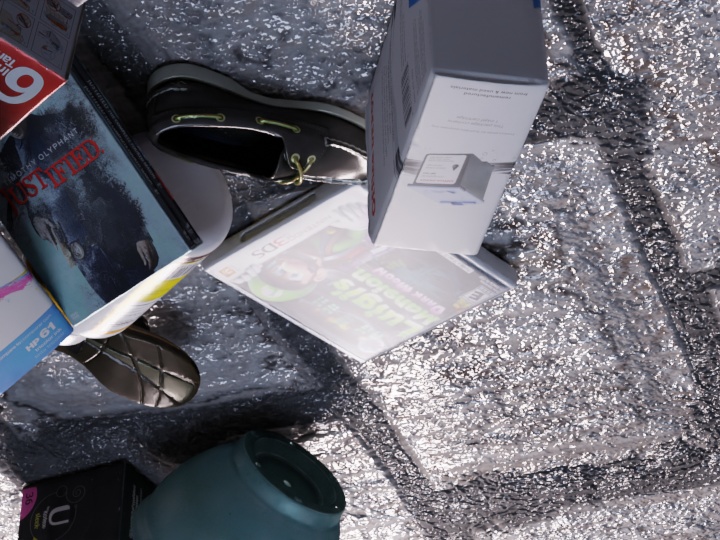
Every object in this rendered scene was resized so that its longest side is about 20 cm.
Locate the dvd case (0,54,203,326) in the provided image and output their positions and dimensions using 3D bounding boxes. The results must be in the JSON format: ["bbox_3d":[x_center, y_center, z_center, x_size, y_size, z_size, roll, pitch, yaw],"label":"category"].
[{"bbox_3d":[-0.222,-0.070,1.544,0.146,0.022,0.200,-30,95,37],"label":"dvd case"}]

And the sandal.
[{"bbox_3d":[-0.227,0.053,1.802,0.200,0.055,0.082,25,134,-9],"label":"sandal"}]

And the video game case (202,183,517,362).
[{"bbox_3d":[0.000,0.000,1.742,0.182,0.023,0.200,-28,136,35],"label":"video game case"}]

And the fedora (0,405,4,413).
[{"bbox_3d":[-0.425,0.171,1.907,0.090,0.177,0.200,41,135,-4],"label":"fedora"}]

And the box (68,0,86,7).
[{"bbox_3d":[-0.152,-0.274,1.271,0.200,0.115,0.132,-27,136,34],"label":"box"}]

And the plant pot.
[{"bbox_3d":[-0.097,0.237,1.961,0.200,0.200,0.134,26,111,-32],"label":"plant pot"}]

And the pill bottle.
[{"bbox_3d":[-0.195,-0.018,1.643,0.109,0.109,0.200,23,139,-28],"label":"pill bottle"}]

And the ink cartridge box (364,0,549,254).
[{"bbox_3d":[0.063,-0.127,1.452,0.086,0.147,0.200,4,145,-9],"label":"ink cartridge box"}]

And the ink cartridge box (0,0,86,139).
[{"bbox_3d":[-0.325,-0.166,1.437,0.200,0.084,0.176,31,134,-27],"label":"ink cartridge box"}]

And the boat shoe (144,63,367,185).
[{"bbox_3d":[-0.069,-0.095,1.573,0.201,0.061,0.072,15,143,-20],"label":"boat shoe"}]

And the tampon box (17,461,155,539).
[{"bbox_3d":[-0.243,0.311,2.081,0.126,0.150,0.200,-16,142,21],"label":"tampon box"}]

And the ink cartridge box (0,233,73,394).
[{"bbox_3d":[-0.315,-0.018,1.547,0.085,0.145,0.200,-40,148,-7],"label":"ink cartridge box"}]
